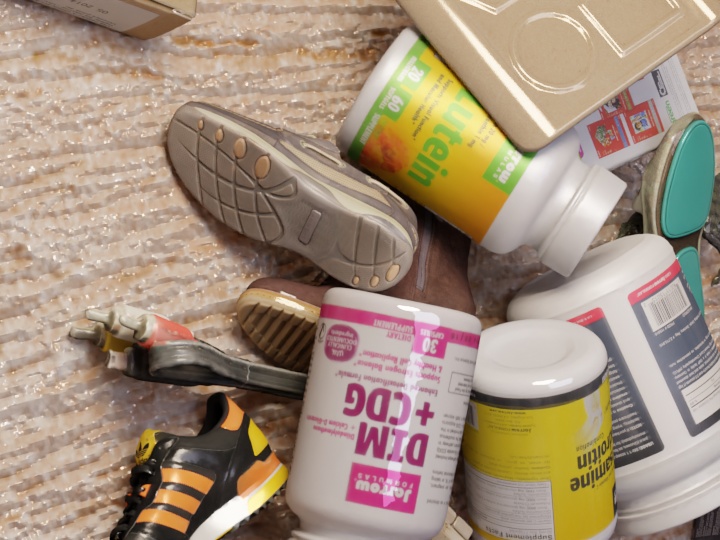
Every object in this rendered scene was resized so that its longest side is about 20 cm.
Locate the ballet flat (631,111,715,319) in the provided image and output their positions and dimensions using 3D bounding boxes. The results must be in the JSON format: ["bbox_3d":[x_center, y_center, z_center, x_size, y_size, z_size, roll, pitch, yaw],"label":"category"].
[{"bbox_3d":[0.239,-0.029,1.858,0.067,0.062,0.202,-13,111,-41],"label":"ballet flat"}]

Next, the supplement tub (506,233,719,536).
[{"bbox_3d":[0.210,0.086,1.797,0.140,0.140,0.201,-29,98,-36],"label":"supplement tub"}]

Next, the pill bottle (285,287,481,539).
[{"bbox_3d":[0.011,0.120,1.598,0.113,0.113,0.202,12,87,-33],"label":"pill bottle"}]

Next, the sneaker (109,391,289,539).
[{"bbox_3d":[-0.138,0.157,1.579,0.200,0.070,0.090,-35,95,-40],"label":"sneaker"}]

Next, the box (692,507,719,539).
[{"bbox_3d":[0.346,0.230,1.922,0.160,0.049,0.202,24,67,-32],"label":"box"}]

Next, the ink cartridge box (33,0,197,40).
[{"bbox_3d":[-0.204,-0.270,1.616,0.199,0.075,0.166,18,71,-33],"label":"ink cartridge box"}]

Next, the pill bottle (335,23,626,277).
[{"bbox_3d":[0.091,-0.083,1.723,0.199,0.111,0.111,33,59,3],"label":"pill bottle"}]

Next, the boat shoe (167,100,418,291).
[{"bbox_3d":[-0.047,-0.058,1.672,0.199,0.075,0.073,34,32,0],"label":"boat shoe"}]

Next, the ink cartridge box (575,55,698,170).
[{"bbox_3d":[0.154,-0.172,1.849,0.175,0.084,0.202,-23,93,-36],"label":"ink cartridge box"}]

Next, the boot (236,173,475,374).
[{"bbox_3d":[0.000,0.000,1.725,0.199,0.072,0.168,22,54,-27],"label":"boot"}]

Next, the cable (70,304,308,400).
[{"bbox_3d":[-0.096,0.056,1.610,0.199,0.097,0.051,8,81,-35],"label":"cable"}]

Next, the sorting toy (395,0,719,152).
[{"bbox_3d":[0.140,-0.204,1.707,0.199,0.037,0.186,-36,78,-17],"label":"sorting toy"}]

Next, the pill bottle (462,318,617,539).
[{"bbox_3d":[0.131,0.146,1.717,0.112,0.112,0.202,-26,120,-37],"label":"pill bottle"}]

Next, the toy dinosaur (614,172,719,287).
[{"bbox_3d":[0.291,-0.040,1.946,0.199,0.047,0.089,-33,93,-39],"label":"toy dinosaur"}]

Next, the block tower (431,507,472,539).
[{"bbox_3d":[0.003,0.249,1.665,0.054,0.058,0.201,45,56,-19],"label":"block tower"}]
